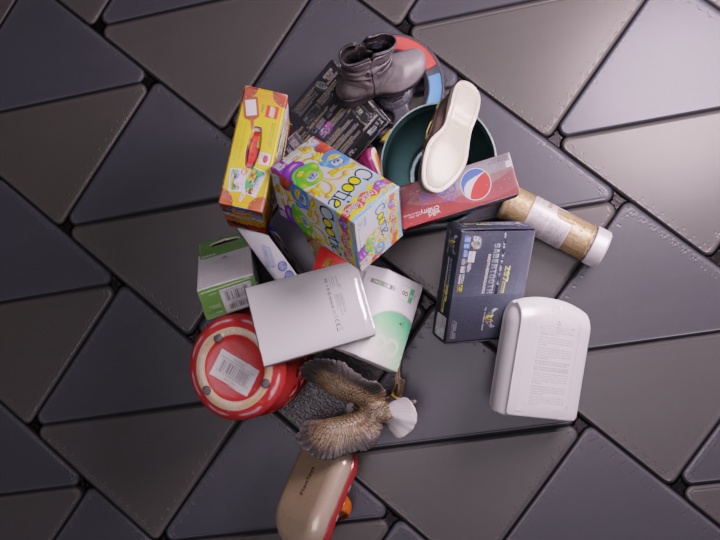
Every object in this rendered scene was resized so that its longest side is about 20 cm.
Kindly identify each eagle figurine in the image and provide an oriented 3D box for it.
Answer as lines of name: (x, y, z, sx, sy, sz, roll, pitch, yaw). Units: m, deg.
eagle figurine: (-0.009, 0.245, 1.257, 0.152, 0.195, 0.154, -59, 38, 38)

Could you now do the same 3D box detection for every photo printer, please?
photo printer: (0.312, 0.150, 1.221, 0.162, 0.069, 0.206, 8, 91, -22)

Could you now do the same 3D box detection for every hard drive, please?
hard drive: (-0.084, 0.071, 1.192, 0.195, 0.027, 0.135, -14, 77, -14)

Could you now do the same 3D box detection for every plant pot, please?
plant pot: (0.139, -0.178, 1.248, 0.194, 0.134, 0.207, 0, 90, 8)
plant pot: (-0.197, 0.162, 1.273, 0.194, 0.182, 0.207, 0, 87, 7)

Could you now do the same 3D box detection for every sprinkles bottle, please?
sprinkles bottle: (0.340, -0.080, 1.249, 0.196, 0.068, 0.070, 28, 93, 8)

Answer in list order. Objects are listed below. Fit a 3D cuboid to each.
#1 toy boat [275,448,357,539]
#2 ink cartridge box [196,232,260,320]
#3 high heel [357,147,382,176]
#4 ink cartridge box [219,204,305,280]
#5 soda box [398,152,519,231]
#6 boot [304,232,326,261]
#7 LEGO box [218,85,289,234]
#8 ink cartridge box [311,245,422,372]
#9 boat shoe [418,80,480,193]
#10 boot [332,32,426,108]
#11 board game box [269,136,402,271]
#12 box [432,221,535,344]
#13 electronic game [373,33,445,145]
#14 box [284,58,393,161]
toy boat: (-0.063, 0.417, 1.282, 0.128, 0.131, 0.203, 1, 57, 44)
ink cartridge box: (-0.239, 0.003, 1.286, 0.101, 0.201, 0.061, -17, 118, -4)
high heel: (-0.011, -0.153, 1.195, 0.093, 0.200, 0.069, -11, 85, 0)
ink cartridge box: (-0.176, -0.053, 1.314, 0.044, 0.094, 0.202, -38, 84, 5)
soda box: (0.154, -0.125, 1.145, 0.195, 0.063, 0.072, -16, 87, 9)
boot: (0.000, 0.000, 1.307, 0.171, 0.066, 0.205, -20, 89, 11)
LEGO box: (-0.178, -0.184, 1.212, 0.075, 0.149, 0.206, 11, 79, -2)
ink cartridge box: (-0.002, 0.065, 1.234, 0.196, 0.050, 0.165, 24, 74, -17)
boat shoe: (0.133, -0.204, 1.118, 0.071, 0.059, 0.204, 27, 68, -18)
boot: (0.046, -0.354, 1.207, 0.197, 0.132, 0.071, -31, 78, -20)
board game box: (-0.039, -0.109, 1.131, 0.198, 0.106, 0.102, 34, 59, 32)
box: (0.210, 0.019, 1.211, 0.154, 0.051, 0.206, -2, 110, -27)
electronic game: (0.060, -0.334, 1.308, 0.194, 0.042, 0.207, 0, 89, 9)
box: (-0.060, -0.255, 1.304, 0.161, 0.043, 0.200, 47, 107, 9)
